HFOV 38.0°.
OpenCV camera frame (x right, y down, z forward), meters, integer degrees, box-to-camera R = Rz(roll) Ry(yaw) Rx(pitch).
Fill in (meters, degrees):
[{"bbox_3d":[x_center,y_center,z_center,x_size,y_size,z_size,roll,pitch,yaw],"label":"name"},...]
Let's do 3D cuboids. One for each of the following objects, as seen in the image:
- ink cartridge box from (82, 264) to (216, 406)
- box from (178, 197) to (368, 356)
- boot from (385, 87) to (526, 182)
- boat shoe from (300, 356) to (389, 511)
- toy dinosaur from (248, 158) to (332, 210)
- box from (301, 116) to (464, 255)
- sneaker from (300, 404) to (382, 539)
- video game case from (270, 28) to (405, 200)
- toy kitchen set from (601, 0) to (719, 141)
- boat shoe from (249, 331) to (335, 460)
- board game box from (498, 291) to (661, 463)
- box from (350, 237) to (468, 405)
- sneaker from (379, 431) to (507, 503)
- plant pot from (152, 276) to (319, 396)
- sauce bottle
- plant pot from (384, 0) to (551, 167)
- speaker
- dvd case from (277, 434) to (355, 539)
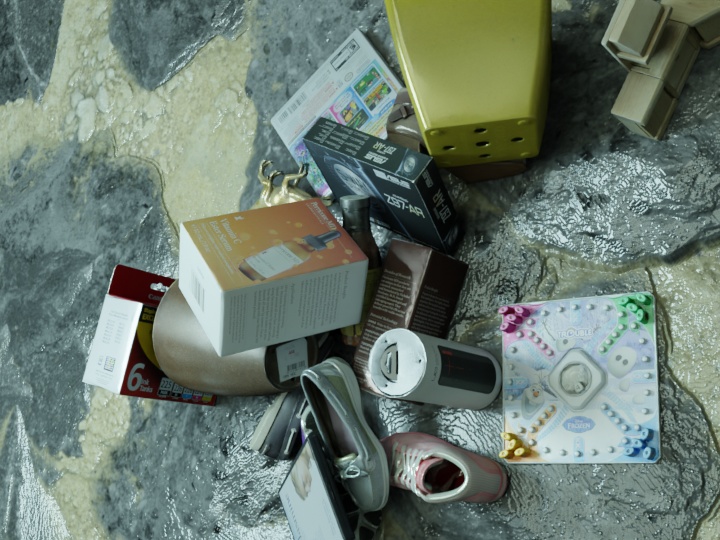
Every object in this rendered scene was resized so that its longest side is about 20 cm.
[{"bbox_3d":[-0.288,0.098,1.536,0.084,0.200,0.177,12,86,35],"label":"ink cartridge box"},{"bbox_3d":[-0.114,0.004,1.336,0.152,0.199,0.107,50,144,43],"label":"box"},{"bbox_3d":[0.126,-0.194,1.403,0.199,0.070,0.147,-2,70,20],"label":"boot"},{"bbox_3d":[-0.022,0.214,1.328,0.074,0.065,0.203,-13,94,45],"label":"boat shoe"},{"bbox_3d":[-0.132,-0.108,1.549,0.199,0.058,0.102,-13,67,36],"label":"toy dinosaur"},{"bbox_3d":[0.032,-0.113,1.394,0.199,0.160,0.044,26,69,35],"label":"box"},{"bbox_3d":[-0.030,0.276,1.409,0.083,0.080,0.201,130,125,-68],"label":"sneaker"},{"bbox_3d":[-0.026,-0.229,1.547,0.200,0.024,0.182,-43,59,17],"label":"video game case"},{"bbox_3d":[0.393,-0.248,1.177,0.180,0.163,0.201,27,95,36],"label":"toy kitchen set"},{"bbox_3d":[-0.082,0.178,1.479,0.063,0.073,0.201,31,92,-8],"label":"boat shoe"},{"bbox_3d":[0.259,0.131,1.263,0.199,0.026,0.201,-7,75,33],"label":"board game box"},{"bbox_3d":[0.062,0.068,1.367,0.075,0.100,0.201,19,89,36],"label":"box"},{"bbox_3d":[0.076,0.246,1.313,0.199,0.104,0.076,7,84,37],"label":"sneaker"},{"bbox_3d":[-0.152,0.098,1.431,0.199,0.186,0.188,14,86,47],"label":"plant pot"},{"bbox_3d":[0.000,0.000,1.408,0.066,0.066,0.201,8,105,35],"label":"sauce bottle"},{"bbox_3d":[0.143,-0.237,1.289,0.199,0.200,0.178,-5,74,9],"label":"plant pot"},{"bbox_3d":[0.093,0.123,1.269,0.081,0.200,0.082,-9,74,33],"label":"speaker"},{"bbox_3d":[-0.062,0.318,1.368,0.143,0.017,0.200,67,154,25],"label":"dvd case"}]
